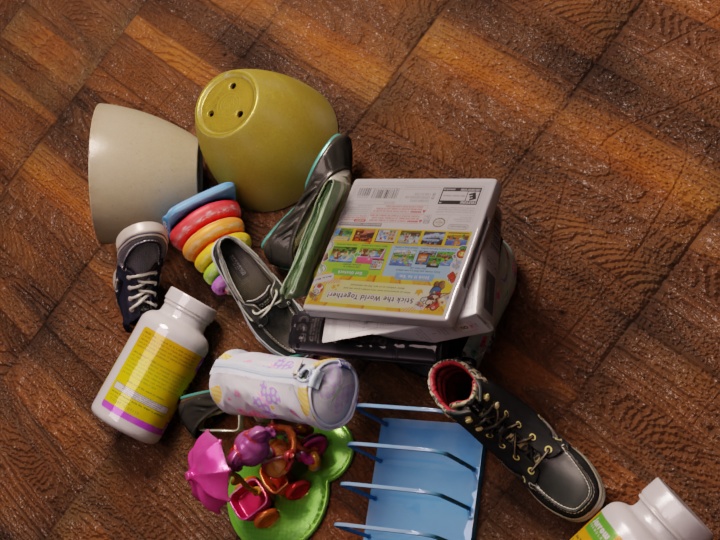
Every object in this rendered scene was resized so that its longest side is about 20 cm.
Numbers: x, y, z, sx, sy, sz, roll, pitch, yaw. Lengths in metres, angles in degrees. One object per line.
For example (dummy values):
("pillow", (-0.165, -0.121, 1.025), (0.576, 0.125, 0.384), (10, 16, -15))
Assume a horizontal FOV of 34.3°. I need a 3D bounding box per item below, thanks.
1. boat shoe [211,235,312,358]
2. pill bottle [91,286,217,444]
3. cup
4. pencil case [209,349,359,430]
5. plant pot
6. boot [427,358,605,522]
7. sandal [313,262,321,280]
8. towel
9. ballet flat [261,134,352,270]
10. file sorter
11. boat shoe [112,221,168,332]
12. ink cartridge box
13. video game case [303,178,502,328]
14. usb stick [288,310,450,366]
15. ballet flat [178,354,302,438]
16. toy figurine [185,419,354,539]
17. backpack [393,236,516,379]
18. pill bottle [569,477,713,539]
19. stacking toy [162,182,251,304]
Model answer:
("boat shoe", (-0.131, 0.039, 1.522), (0.072, 0.071, 0.200), (-40, 87, -5))
("pill bottle", (-0.274, 0.126, 1.585), (0.104, 0.104, 0.200), (25, 84, 33))
("cup", (-0.300, -0.138, 1.671), (0.143, 0.200, 0.201), (-1, 67, -3))
("pencil case", (-0.094, 0.139, 1.389), (0.200, 0.091, 0.083), (0, 74, 47))
("plant pot", (-0.151, -0.201, 1.627), (0.199, 0.142, 0.201), (-10, 66, 24))
("boot", (0.166, 0.184, 1.278), (0.074, 0.154, 0.204), (-49, 42, 6))
("sandal", (0.000, 0.000, 1.473), (0.079, 0.087, 0.200), (27, 41, 21))
("towel", (-0.040, -0.037, 1.459), (0.023, 0.200, 0.153), (23, 95, 13))
("ballet flat", (-0.054, -0.085, 1.573), (0.068, 0.068, 0.200), (37, 100, 25))
("file sorter", (0.053, 0.262, 1.351), (0.138, 0.123, 0.201), (1, 70, 27))
("boat shoe", (-0.299, 0.014, 1.613), (0.074, 0.200, 0.093), (-8, 67, -18))
("ink cartridge box", (0.061, 0.008, 1.336), (0.199, 0.057, 0.163), (-16, 51, 32))
("video game case", (0.047, -0.024, 1.322), (0.199, 0.023, 0.182), (3, 61, 36))
("usb stick", (0.009, 0.078, 1.353), (0.199, 0.033, 0.056), (3, 74, 25))
("ballet flat", (-0.148, 0.172, 1.529), (0.200, 0.068, 0.069), (-23, 72, 25))
("toy figurine", (-0.124, 0.239, 1.415), (0.200, 0.184, 0.150), (-41, 58, 7))
("backpack", (0.103, 0.032, 1.414), (0.166, 0.127, 0.200), (25, 82, 21))
("pill bottle", (0.268, 0.315, 1.224), (0.200, 0.111, 0.111), (-45, 57, 5))
("stacking toy", (-0.180, -0.009, 1.601), (0.110, 0.116, 0.200), (-28, 76, -14))
